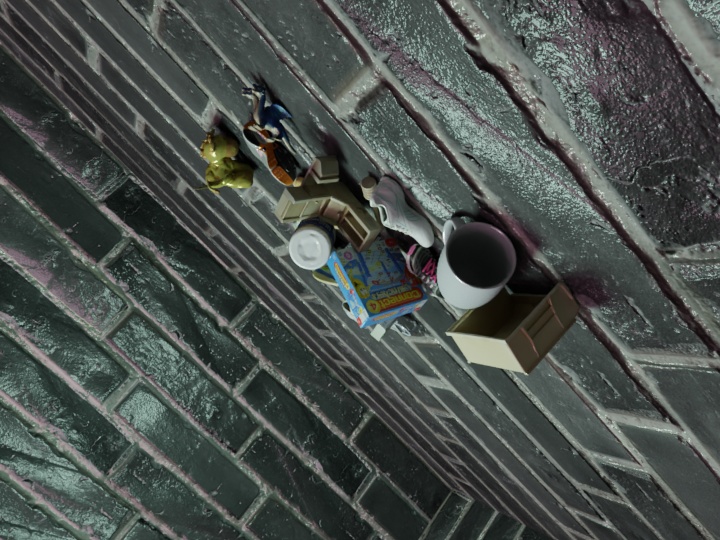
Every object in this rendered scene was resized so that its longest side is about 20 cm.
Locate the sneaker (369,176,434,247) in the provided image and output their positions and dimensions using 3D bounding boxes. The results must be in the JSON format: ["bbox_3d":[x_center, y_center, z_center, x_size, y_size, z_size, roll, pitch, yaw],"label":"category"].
[{"bbox_3d":[0.093,-0.119,1.385,0.200,0.080,0.070,47,159,-19],"label":"sneaker"}]

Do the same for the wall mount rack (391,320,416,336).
[{"bbox_3d":[0.097,0.131,1.944,0.199,0.075,0.174,22,157,45],"label":"wall mount rack"}]

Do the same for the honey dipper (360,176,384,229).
[{"bbox_3d":[0.035,-0.157,1.482,0.038,0.038,0.201,32,160,26],"label":"honey dipper"}]

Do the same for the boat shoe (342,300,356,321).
[{"bbox_3d":[-0.010,0.145,2.192,0.070,0.071,0.199,47,168,-24],"label":"boat shoe"}]

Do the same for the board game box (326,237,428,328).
[{"bbox_3d":[0.044,0.027,1.516,0.197,0.198,0.056,60,143,21],"label":"board game box"}]

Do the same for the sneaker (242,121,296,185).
[{"bbox_3d":[-0.252,-0.322,1.654,0.201,0.075,0.092,53,167,-10],"label":"sneaker"}]

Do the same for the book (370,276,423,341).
[{"bbox_3d":[0.107,0.094,1.632,0.048,0.200,0.134,39,162,6],"label":"book"}]

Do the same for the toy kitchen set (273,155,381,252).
[{"bbox_3d":[-0.062,-0.154,1.434,0.181,0.199,0.164,50,129,22],"label":"toy kitchen set"}]

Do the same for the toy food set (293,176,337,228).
[{"bbox_3d":[-0.121,-0.186,1.709,0.198,0.049,0.200,46,161,-11],"label":"toy food set"}]

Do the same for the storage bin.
[{"bbox_3d":[0.320,0.109,1.249,0.094,0.198,0.199,55,158,-14],"label":"storage bin"}]

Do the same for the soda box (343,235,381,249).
[{"bbox_3d":[-0.008,-0.064,1.715,0.063,0.071,0.200,39,162,-3],"label":"soda box"}]

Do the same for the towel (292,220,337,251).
[{"bbox_3d":[-0.144,-0.100,1.881,0.171,0.048,0.200,45,175,-11],"label":"towel"}]

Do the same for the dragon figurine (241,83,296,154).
[{"bbox_3d":[-0.211,-0.372,1.460,0.199,0.101,0.059,30,167,-31],"label":"dragon figurine"}]

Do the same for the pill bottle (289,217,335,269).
[{"bbox_3d":[-0.123,-0.086,1.586,0.111,0.111,0.200,45,-165,-12],"label":"pill bottle"}]

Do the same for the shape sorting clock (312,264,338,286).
[{"bbox_3d":[-0.047,0.014,1.816,0.199,0.198,0.040,25,118,40],"label":"shape sorting clock"}]

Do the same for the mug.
[{"bbox_3d":[0.225,-0.019,1.268,0.176,0.146,0.202,100,152,-66],"label":"mug"}]

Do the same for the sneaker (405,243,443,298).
[{"bbox_3d":[0.186,0.007,1.489,0.087,0.074,0.200,21,157,46],"label":"sneaker"}]

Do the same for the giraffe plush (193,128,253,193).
[{"bbox_3d":[-0.430,-0.347,1.839,0.172,0.198,0.164,30,130,39],"label":"giraffe plush"}]
